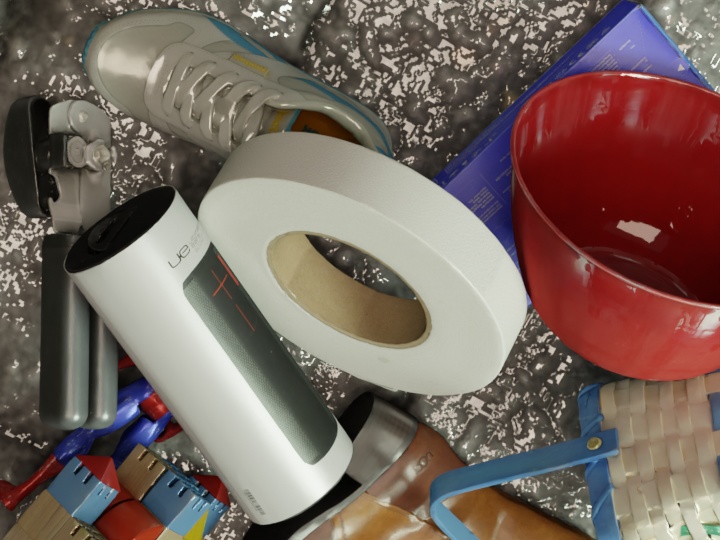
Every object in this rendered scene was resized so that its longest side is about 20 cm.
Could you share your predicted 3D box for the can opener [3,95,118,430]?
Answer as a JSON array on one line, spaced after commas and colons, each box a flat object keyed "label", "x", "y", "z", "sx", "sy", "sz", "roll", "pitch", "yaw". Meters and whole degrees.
[{"label": "can opener", "x": -0.175, "y": -0.005, "z": 1.061, "sx": 0.066, "sy": 0.052, "sz": 0.202, "roll": -7, "pitch": 83, "yaw": 35}]

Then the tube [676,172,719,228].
[{"label": "tube", "x": 0.285, "y": -0.001, "z": 1.123, "sx": 0.199, "sy": 0.050, "sz": 0.078, "roll": 33, "pitch": 101, "yaw": -16}]

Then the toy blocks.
[{"label": "toy blocks", "x": -0.143, "y": 0.169, "z": 1.057, "sx": 0.100, "sy": 0.200, "sz": 0.137, "roll": 39, "pitch": 87, "yaw": 28}]

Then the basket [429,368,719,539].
[{"label": "basket", "x": 0.160, "y": 0.150, "z": 1.051, "sx": 0.199, "sy": 0.140, "sz": 0.176, "roll": -19, "pitch": 135, "yaw": 25}]

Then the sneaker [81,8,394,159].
[{"label": "sneaker", "x": -0.070, "y": -0.099, "z": 1.049, "sx": 0.198, "sy": 0.081, "sz": 0.077, "roll": 21, "pitch": 101, "yaw": -8}]

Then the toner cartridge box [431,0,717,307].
[{"label": "toner cartridge box", "x": 0.124, "y": -0.064, "z": 1.094, "sx": 0.200, "sy": 0.043, "sz": 0.095, "roll": -43, "pitch": 104, "yaw": 5}]

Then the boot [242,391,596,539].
[{"label": "boot", "x": 0.029, "y": 0.201, "z": 1.145, "sx": 0.199, "sy": 0.068, "sz": 0.189, "roll": 36, "pitch": 89, "yaw": -19}]

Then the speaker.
[{"label": "speaker", "x": -0.088, "y": 0.050, "z": 1.039, "sx": 0.081, "sy": 0.081, "sz": 0.201, "roll": -32, "pitch": 111, "yaw": 2}]

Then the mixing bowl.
[{"label": "mixing bowl", "x": 0.166, "y": -0.012, "z": 1.008, "sx": 0.198, "sy": 0.201, "sz": 0.109, "roll": 11, "pitch": 132, "yaw": -8}]

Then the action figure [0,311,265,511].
[{"label": "action figure", "x": -0.135, "y": 0.085, "z": 1.099, "sx": 0.200, "sy": 0.052, "sz": 0.066, "roll": -40, "pitch": 108, "yaw": -1}]

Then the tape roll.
[{"label": "tape roll", "x": 0.000, "y": 0.000, "z": 1.020, "sx": 0.202, "sy": 0.203, "sz": 0.037, "roll": 35, "pitch": 62, "yaw": -11}]
